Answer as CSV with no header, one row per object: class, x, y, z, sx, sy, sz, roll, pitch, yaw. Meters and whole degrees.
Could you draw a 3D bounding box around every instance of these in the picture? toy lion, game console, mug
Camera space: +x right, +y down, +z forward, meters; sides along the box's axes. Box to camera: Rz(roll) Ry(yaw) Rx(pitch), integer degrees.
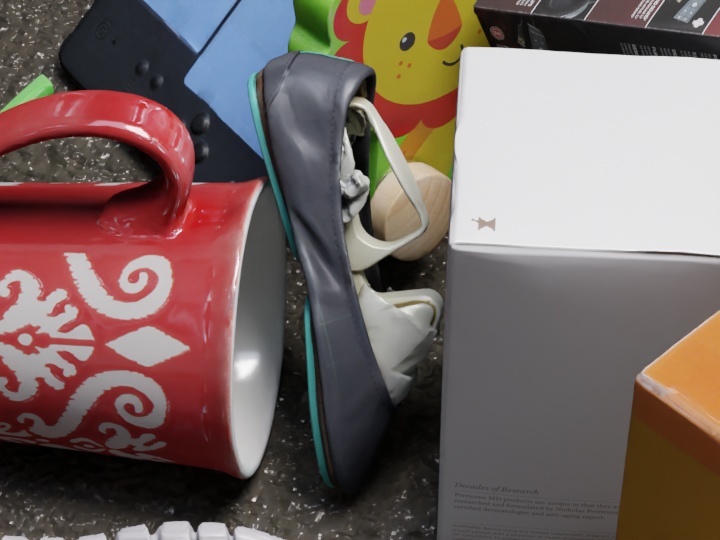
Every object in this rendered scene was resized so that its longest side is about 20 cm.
toy lion,0.051,-0.114,1.399,0.199,0.193,0.069,-22,42,-33
game console,-0.048,-0.137,1.473,0.177,0.031,0.200,43,100,32
mug,-0.141,-0.002,1.337,0.199,0.179,0.133,3,13,9

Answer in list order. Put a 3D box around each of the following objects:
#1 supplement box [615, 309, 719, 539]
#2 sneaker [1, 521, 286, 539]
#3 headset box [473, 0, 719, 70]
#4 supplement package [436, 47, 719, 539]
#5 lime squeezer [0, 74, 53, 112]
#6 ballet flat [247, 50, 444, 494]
supplement box,0.146,0.109,1.204,0.066,0.201,0.069,36,53,28
sneaker,-0.108,0.170,1.242,0.199,0.078,0.113,-3,55,3
headset box,0.169,-0.076,1.335,0.199,0.149,0.077,13,52,40
supplement package,0.096,0.018,1.289,0.119,0.201,0.122,3,47,3
lime squeezer,-0.230,-0.048,1.462,0.199,0.038,0.071,-24,51,-20
ballet flat,0.000,0.000,1.318,0.073,0.201,0.073,-10,8,2
